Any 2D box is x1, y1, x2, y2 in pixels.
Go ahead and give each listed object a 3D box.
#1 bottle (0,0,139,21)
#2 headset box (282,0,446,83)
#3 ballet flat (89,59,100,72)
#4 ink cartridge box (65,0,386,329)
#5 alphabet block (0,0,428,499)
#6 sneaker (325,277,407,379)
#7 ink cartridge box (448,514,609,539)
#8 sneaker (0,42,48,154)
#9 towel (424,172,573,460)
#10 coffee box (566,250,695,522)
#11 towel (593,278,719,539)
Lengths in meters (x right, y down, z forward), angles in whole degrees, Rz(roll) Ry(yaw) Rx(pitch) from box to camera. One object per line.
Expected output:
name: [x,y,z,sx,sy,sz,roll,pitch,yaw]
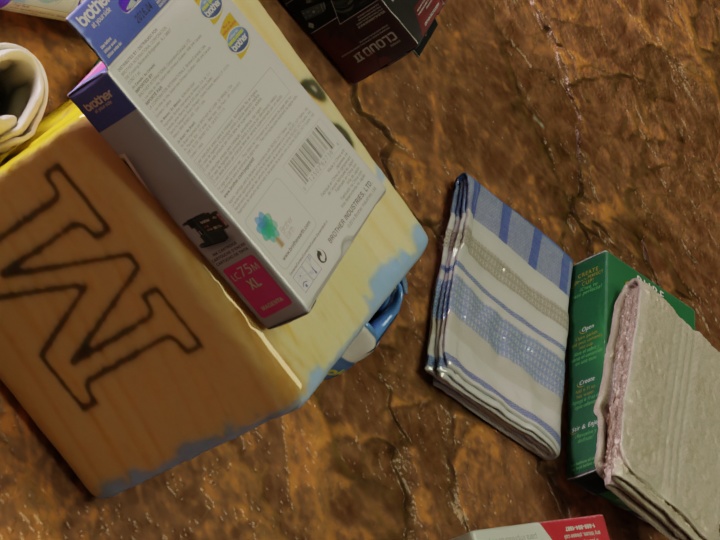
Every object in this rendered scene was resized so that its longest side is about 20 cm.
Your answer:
bottle: [-0.177,-0.203,1.348,0.200,0.065,0.084,5,103,-48]
headset box: [-0.006,-0.254,1.572,0.200,0.077,0.149,49,41,-18]
ballet flat: [-0.102,-0.086,1.384,0.200,0.067,0.067,35,25,-28]
ink cartridge box: [-0.078,-0.079,1.108,0.200,0.042,0.119,52,40,-17]
alphabet block: [-0.114,-0.016,1.218,0.200,0.196,0.195,53,38,-12]
sneaker: [0.000,0.000,1.428,0.074,0.082,0.200,42,41,-22]
ink cartridge box: [0.091,0.276,1.319,0.145,0.145,0.200,1,69,-48]
sneaker: [-0.257,-0.068,1.152,0.074,0.116,0.200,54,41,-14]
towel: [0.113,0.034,1.582,0.147,0.024,0.200,37,45,-30]
coffee box: [0.220,0.096,1.649,0.123,0.044,0.200,29,50,-35]
towel: [0.239,0.116,1.598,0.133,0.034,0.200,42,43,-26]
